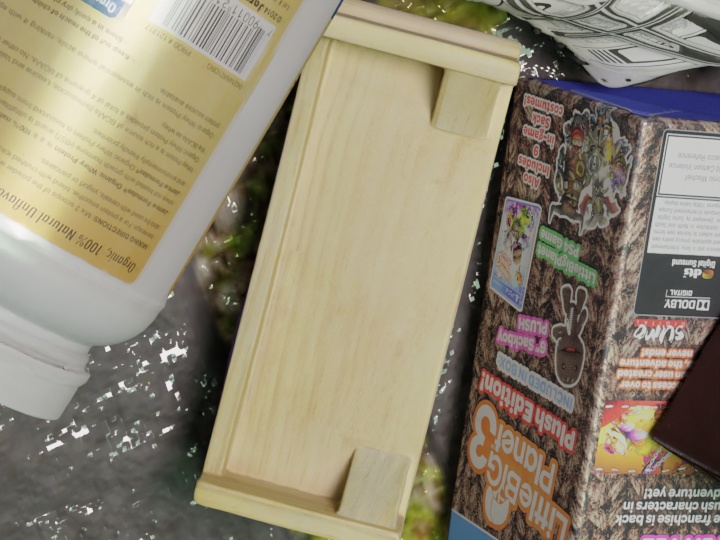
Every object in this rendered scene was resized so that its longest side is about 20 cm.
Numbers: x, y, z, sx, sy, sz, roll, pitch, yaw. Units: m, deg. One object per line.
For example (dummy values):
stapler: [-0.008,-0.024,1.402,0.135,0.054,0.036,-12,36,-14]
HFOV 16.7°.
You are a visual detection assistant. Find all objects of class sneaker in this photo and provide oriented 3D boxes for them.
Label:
sneaker: [0.085,-0.106,0.932,0.199,0.076,0.088,6,139,-14]

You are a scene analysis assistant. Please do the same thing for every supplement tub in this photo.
supplement tub: [-0.105,-0.065,0.844,0.144,0.145,0.201,31,90,-25]

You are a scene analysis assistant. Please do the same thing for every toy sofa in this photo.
toy sofa: [0.000,0.000,0.947,0.082,0.098,0.201,14,98,1]

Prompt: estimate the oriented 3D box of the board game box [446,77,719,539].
board game box: [0.137,0.033,0.984,0.159,0.097,0.201,3,102,-27]

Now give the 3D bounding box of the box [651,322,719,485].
box: [0.209,0.010,0.917,0.100,0.075,0.201,34,85,-30]
